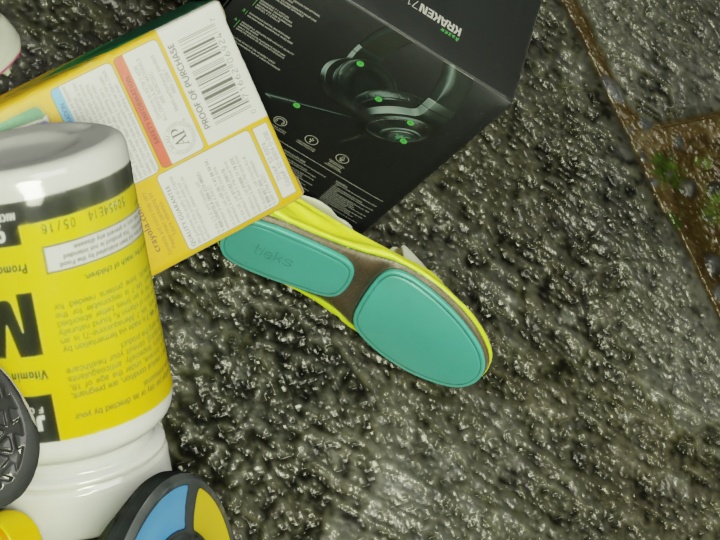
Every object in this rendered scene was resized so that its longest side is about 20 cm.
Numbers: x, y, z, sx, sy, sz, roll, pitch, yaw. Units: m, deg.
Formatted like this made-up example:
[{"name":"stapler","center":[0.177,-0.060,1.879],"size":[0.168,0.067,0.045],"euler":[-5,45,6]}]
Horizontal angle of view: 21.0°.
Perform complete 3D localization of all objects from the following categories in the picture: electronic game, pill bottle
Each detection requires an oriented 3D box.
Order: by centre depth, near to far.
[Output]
[{"name":"electronic game","center":[-0.101,0.202,0.983],"size":[0.042,0.200,0.200],"euler":[3,54,16]},{"name":"pill bottle","center":[-0.161,0.032,1.015],"size":[0.114,0.114,0.200],"euler":[-23,112,-39]}]

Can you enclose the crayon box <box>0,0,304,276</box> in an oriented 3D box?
[{"name":"crayon box","center":[-0.148,-0.056,1.103],"size":[0.200,0.052,0.126],"euler":[-29,106,-18]}]

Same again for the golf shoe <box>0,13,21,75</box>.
[{"name":"golf shoe","center":[-0.280,-0.108,1.062],"size":[0.200,0.075,0.092],"euler":[-43,130,-32]}]

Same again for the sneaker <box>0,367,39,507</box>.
[{"name":"sneaker","center":[-0.238,0.060,0.985],"size":[0.200,0.083,0.072],"euler":[30,72,19]}]

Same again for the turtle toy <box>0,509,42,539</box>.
[{"name":"turtle toy","center":[-0.224,0.175,0.952],"size":[0.146,0.101,0.200],"euler":[-8,66,-60]}]

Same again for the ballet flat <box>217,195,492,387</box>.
[{"name":"ballet flat","center":[0.000,0.000,1.219],"size":[0.200,0.067,0.067],"euler":[30,32,-14]}]

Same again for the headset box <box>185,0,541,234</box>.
[{"name":"headset box","center":[-0.012,-0.137,1.191],"size":[0.174,0.200,0.093],"euler":[29,54,-16]}]
